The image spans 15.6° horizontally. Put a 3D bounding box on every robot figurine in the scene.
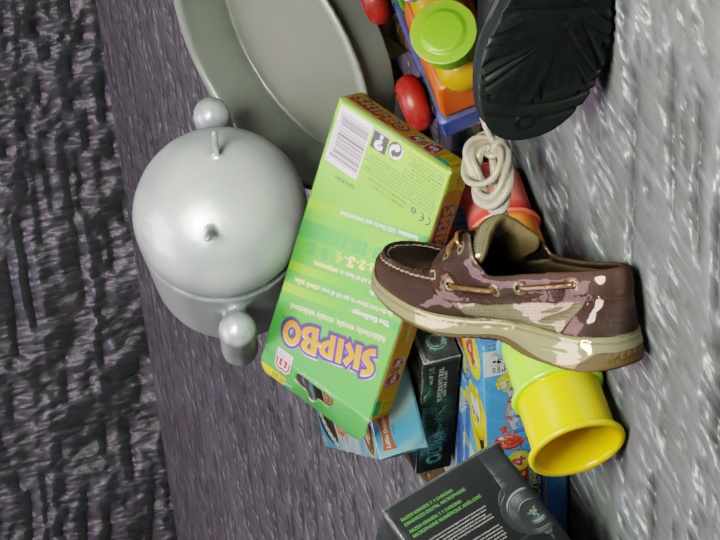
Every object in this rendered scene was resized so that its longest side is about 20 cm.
[{"bbox_3d":[-0.087,-0.025,1.718,0.200,0.112,0.171,80,179,-74],"label":"robot figurine"}]

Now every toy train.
[{"bbox_3d":[0.057,-0.116,1.498,0.116,0.084,0.201,50,-161,-75],"label":"toy train"}]

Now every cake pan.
[{"bbox_3d":[-0.047,-0.146,1.698,0.200,0.037,0.201,39,148,31],"label":"cake pan"}]

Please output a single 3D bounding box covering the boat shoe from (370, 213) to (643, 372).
[{"bbox_3d":[0.082,0.001,1.503,0.200,0.072,0.072,20,119,49],"label":"boat shoe"}]

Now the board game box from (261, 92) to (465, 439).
[{"bbox_3d":[0.000,0.000,1.635,0.095,0.030,0.201,35,120,29],"label":"board game box"}]

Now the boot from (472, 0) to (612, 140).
[{"bbox_3d":[0.076,-0.193,1.413,0.163,0.073,0.199,-118,25,-47],"label":"boot"}]

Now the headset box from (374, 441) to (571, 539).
[{"bbox_3d":[0.086,0.229,1.634,0.200,0.092,0.174,52,157,23],"label":"headset box"}]

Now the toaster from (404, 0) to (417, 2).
[{"bbox_3d":[-0.013,-0.242,1.360,0.181,0.118,0.201,-164,75,-64],"label":"toaster"}]

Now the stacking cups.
[{"bbox_3d":[0.102,0.022,1.579,0.061,0.060,0.201,95,161,-59],"label":"stacking cups"}]

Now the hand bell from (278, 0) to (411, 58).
[{"bbox_3d":[0.037,-0.147,1.667,0.200,0.104,0.105,44,147,51],"label":"hand bell"}]

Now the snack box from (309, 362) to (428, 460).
[{"bbox_3d":[-0.004,0.063,1.771,0.200,0.037,0.117,171,85,-79],"label":"snack box"}]

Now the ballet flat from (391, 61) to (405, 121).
[{"bbox_3d":[0.008,-0.123,1.900,0.075,0.067,0.201,114,147,-47],"label":"ballet flat"}]

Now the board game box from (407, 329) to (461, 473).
[{"bbox_3d":[0.022,0.016,1.759,0.136,0.028,0.201,92,162,-55],"label":"board game box"}]

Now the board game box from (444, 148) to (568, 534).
[{"bbox_3d":[0.079,0.057,1.739,0.200,0.056,0.197,-115,16,-49],"label":"board game box"}]

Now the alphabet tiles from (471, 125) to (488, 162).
[{"bbox_3d":[0.062,-0.189,1.669,0.201,0.008,0.168,90,164,-48],"label":"alphabet tiles"}]

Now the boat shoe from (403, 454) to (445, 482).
[{"bbox_3d":[0.046,0.074,1.915,0.201,0.067,0.072,60,149,4],"label":"boat shoe"}]
